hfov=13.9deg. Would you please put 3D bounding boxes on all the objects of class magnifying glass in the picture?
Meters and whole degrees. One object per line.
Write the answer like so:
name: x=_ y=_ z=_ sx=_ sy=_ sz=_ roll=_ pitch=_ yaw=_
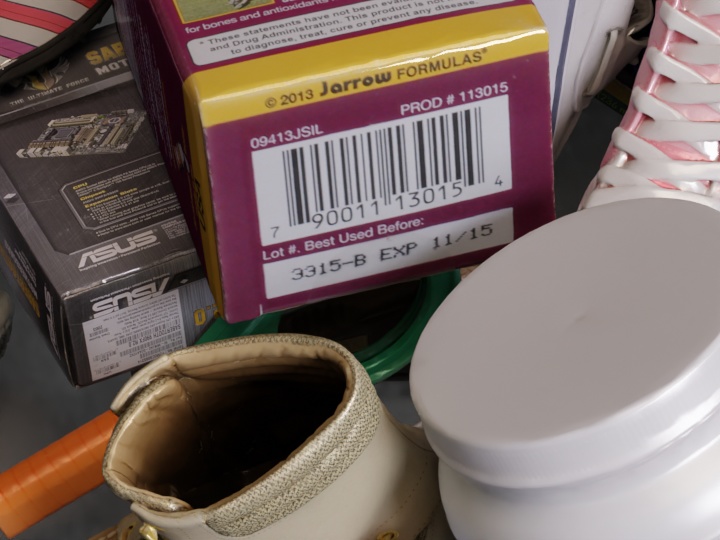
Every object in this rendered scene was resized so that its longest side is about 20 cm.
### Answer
magnifying glass: x=-0.052 y=0.042 z=1.116 sx=0.199 sy=0.080 sz=0.022 roll=-29 pitch=48 yaw=-2

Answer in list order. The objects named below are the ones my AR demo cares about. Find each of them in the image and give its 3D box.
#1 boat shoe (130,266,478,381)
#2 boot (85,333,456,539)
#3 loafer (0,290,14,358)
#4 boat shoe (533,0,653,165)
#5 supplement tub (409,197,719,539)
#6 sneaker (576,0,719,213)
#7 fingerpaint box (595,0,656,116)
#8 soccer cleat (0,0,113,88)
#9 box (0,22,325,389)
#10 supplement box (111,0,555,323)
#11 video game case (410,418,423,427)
boat shoe: x=0.000 y=0.000 z=1.187 sx=0.199 sy=0.072 sz=0.076 roll=-9 pitch=53 yaw=-13
boot: x=-0.066 y=0.091 z=1.029 sx=0.199 sy=0.155 sz=0.073 roll=-21 pitch=66 yaw=12
loafer: x=-0.215 y=0.062 z=1.116 sx=0.200 sy=0.075 sz=0.070 roll=-40 pitch=81 yaw=-23
boat shoe: x=0.083 y=-0.101 z=1.172 sx=0.065 sy=0.201 sz=0.072 roll=-8 pitch=48 yaw=-13
supplement tub: x=0.111 y=0.091 z=1.016 sx=0.140 sy=0.201 sz=0.141 roll=-21 pitch=31 yaw=13
sneaker: x=0.134 y=-0.061 z=1.122 sx=0.075 sy=0.201 sz=0.105 roll=22 pitch=43 yaw=22
fingerpaint box: x=0.156 y=-0.118 z=1.207 sx=0.200 sy=0.167 sz=0.073 roll=34 pitch=60 yaw=7
soccer cleat: x=-0.182 y=-0.101 z=1.155 sx=0.199 sy=0.074 sz=0.068 roll=-26 pitch=35 yaw=-23
box: x=-0.052 y=-0.047 z=1.170 sx=0.199 sy=0.049 sz=0.159 roll=-20 pitch=41 yaw=-17
supplement box: x=-0.018 y=-0.089 z=1.097 sx=0.130 sy=0.104 sz=0.200 roll=-13 pitch=40 yaw=-9
video game case: x=0.110 y=0.113 z=1.144 sx=0.143 sy=0.017 sz=0.200 roll=-33 pitch=65 yaw=-8
